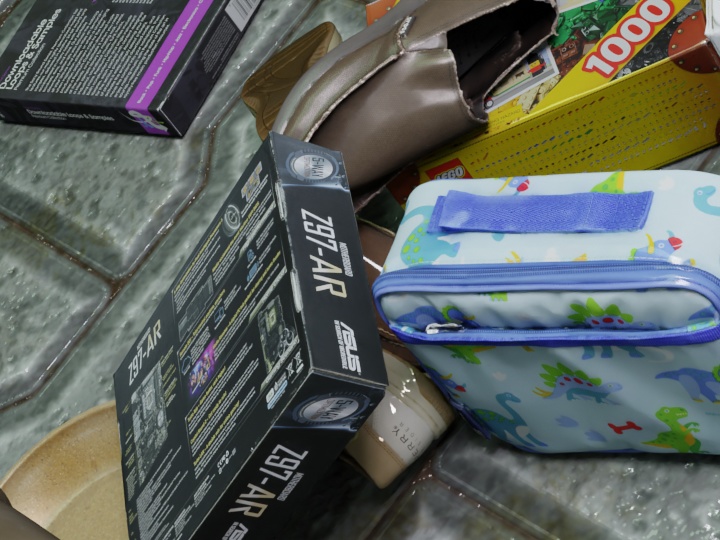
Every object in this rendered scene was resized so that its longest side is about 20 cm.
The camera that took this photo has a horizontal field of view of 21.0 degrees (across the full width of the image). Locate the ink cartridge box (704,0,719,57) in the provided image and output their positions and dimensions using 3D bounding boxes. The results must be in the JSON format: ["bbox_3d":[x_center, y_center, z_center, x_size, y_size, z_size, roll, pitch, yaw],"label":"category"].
[{"bbox_3d":[0.259,-0.093,0.886,0.144,0.200,0.084,-15,48,26],"label":"ink cartridge box"}]

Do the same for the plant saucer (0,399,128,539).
[{"bbox_3d":[-0.142,0.165,1.089,0.199,0.035,0.202,-19,47,22],"label":"plant saucer"}]

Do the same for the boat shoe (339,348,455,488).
[{"bbox_3d":[-0.041,0.064,1.070,0.199,0.074,0.069,19,64,45],"label":"boat shoe"}]

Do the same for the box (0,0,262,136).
[{"bbox_3d":[-0.170,-0.166,1.388,0.199,0.036,0.144,9,61,39],"label":"box"}]

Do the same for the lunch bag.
[{"bbox_3d":[0.114,0.021,0.927,0.198,0.161,0.083,0,55,35],"label":"lunch bag"}]

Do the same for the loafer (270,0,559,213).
[{"bbox_3d":[0.029,-0.098,1.037,0.200,0.073,0.071,-48,42,-7],"label":"loafer"}]

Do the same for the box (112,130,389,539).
[{"bbox_3d":[-0.063,0.056,0.987,0.200,0.043,0.161,-54,33,36],"label":"box"}]

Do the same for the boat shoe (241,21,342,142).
[{"bbox_3d":[-0.024,-0.093,1.194,0.072,0.072,0.200,-34,21,7],"label":"boat shoe"}]

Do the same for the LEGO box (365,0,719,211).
[{"bbox_3d":[0.109,-0.118,1.109,0.199,0.077,0.150,-22,46,20],"label":"LEGO box"}]

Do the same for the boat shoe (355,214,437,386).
[{"bbox_3d":[-0.004,0.005,1.091,0.201,0.075,0.075,21,69,44],"label":"boat shoe"}]

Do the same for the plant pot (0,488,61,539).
[{"bbox_3d":[-0.175,0.206,0.941,0.172,0.201,0.201,15,63,18],"label":"plant pot"}]
